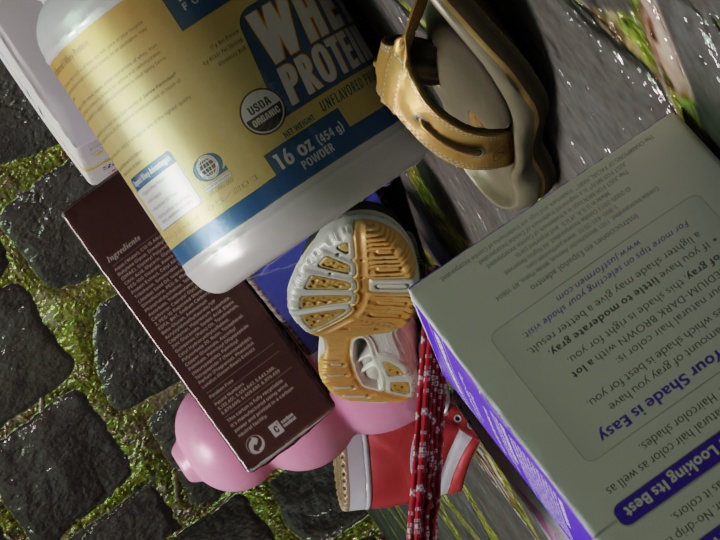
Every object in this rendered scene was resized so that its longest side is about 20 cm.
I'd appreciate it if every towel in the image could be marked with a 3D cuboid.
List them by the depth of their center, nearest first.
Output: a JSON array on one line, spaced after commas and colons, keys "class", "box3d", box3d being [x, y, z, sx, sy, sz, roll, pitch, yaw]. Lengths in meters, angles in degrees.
[{"class": "towel", "box3d": [0.044, 0.104, 1.455, 0.145, 0.022, 0.201, 72, -158, -83]}]

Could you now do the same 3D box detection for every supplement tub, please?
[{"class": "supplement tub", "box3d": [-0.073, -0.106, 1.241, 0.200, 0.144, 0.145, 56, 174, -2]}]

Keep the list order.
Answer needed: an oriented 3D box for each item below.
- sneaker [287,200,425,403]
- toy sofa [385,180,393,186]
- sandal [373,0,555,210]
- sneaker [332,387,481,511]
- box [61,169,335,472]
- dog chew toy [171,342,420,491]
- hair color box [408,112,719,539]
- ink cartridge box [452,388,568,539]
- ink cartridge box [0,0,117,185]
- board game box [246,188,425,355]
[{"class": "sneaker", "box3d": [0.000, 0.000, 1.413, 0.200, 0.075, 0.088, 88, -173, -63]}, {"class": "toy sofa", "box3d": [-0.056, -0.124, 1.400, 0.200, 0.097, 0.083, 55, 149, 17]}, {"class": "sandal", "box3d": [0.035, -0.071, 0.981, 0.080, 0.054, 0.200, 54, 174, 25]}, {"class": "sneaker", "box3d": [0.034, 0.072, 1.787, 0.071, 0.112, 0.201, -144, 51, -80]}, {"class": "box", "box3d": [-0.101, 0.023, 1.547, 0.200, 0.075, 0.100, 53, 180, -5]}, {"class": "dog chew toy", "box3d": [-0.038, 0.078, 1.658, 0.125, 0.200, 0.125, 56, 178, 3]}, {"class": "hair color box", "box3d": [0.115, 0.057, 0.760, 0.200, 0.109, 0.065, 53, 174, 35]}, {"class": "ink cartridge box", "box3d": [0.123, 0.129, 1.421, 0.197, 0.043, 0.200, 56, 176, 11]}, {"class": "ink cartridge box", "box3d": [-0.175, -0.167, 1.736, 0.145, 0.147, 0.200, 56, 174, 2]}, {"class": "board game box", "box3d": [-0.065, -0.071, 1.536, 0.200, 0.097, 0.160, 54, 179, 23]}]
